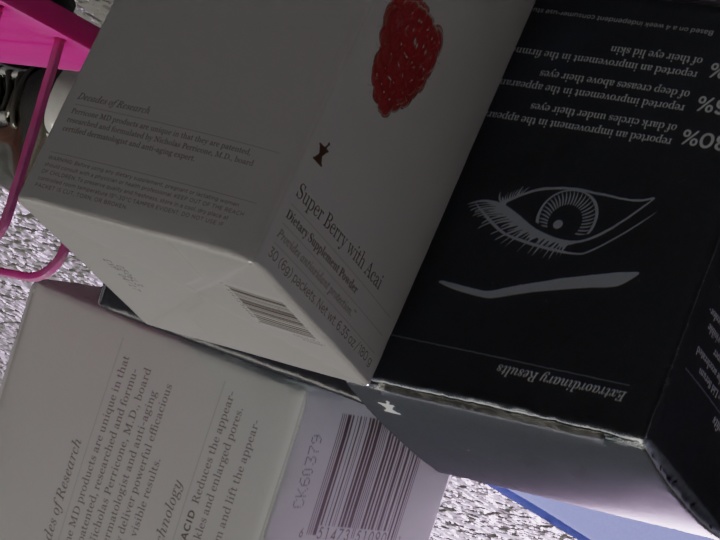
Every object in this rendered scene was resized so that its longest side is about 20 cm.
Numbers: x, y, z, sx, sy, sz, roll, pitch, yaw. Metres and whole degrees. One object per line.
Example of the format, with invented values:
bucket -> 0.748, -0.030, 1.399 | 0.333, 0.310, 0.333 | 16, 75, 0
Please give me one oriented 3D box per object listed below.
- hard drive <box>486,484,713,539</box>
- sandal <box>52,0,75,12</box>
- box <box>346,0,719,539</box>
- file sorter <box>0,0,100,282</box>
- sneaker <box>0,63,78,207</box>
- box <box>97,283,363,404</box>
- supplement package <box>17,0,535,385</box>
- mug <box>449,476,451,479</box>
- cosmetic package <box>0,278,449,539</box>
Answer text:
hard drive -> 0.148, 0.098, 1.511 | 0.199, 0.025, 0.132 | 31, 123, 9
sandal -> -0.237, -0.155, 1.443 | 0.199, 0.043, 0.076 | 17, 162, 22
box -> 0.106, -0.007, 1.156 | 0.147, 0.201, 0.104 | 12, 160, 33
file sorter -> -0.230, -0.084, 1.305 | 0.138, 0.126, 0.200 | 9, 170, 36
sneaker -> -0.196, -0.085, 1.552 | 0.082, 0.077, 0.200 | 32, 162, -7
box -> 0.000, 0.000, 1.375 | 0.199, 0.118, 0.197 | 19, -178, 13
supplement package -> -0.027, -0.077, 1.122 | 0.119, 0.201, 0.121 | 14, 161, 31
mug -> 0.012, 0.093, 1.640 | 0.149, 0.154, 0.186 | 9, 169, 46
cosmetic package -> -0.083, 0.117, 1.501 | 0.199, 0.166, 0.164 | 20, -176, 35
